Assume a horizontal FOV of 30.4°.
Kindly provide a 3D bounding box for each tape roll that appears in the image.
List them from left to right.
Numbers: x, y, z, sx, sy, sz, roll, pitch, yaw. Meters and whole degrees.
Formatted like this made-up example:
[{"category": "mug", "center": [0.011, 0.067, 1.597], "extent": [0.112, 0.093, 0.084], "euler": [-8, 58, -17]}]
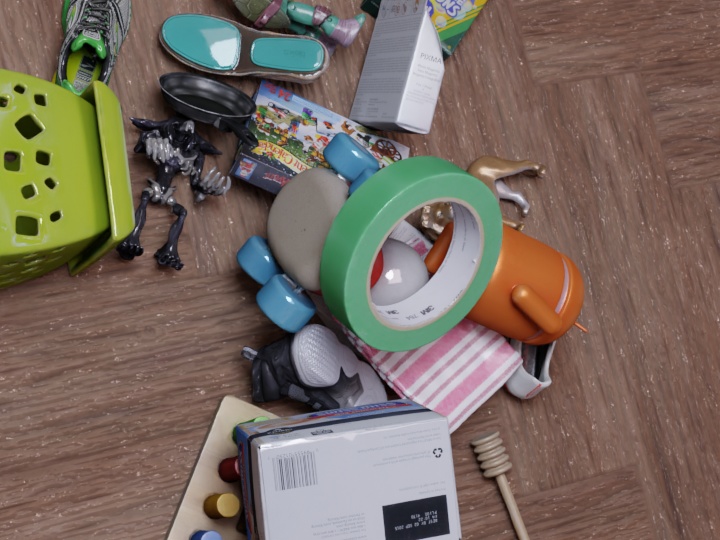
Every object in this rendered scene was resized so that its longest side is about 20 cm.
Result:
[{"category": "tape roll", "center": [0.054, -0.015, 1.344], "extent": [0.200, 0.048, 0.201], "euler": [-21, 128, -29]}]

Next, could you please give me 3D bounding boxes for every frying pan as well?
[{"category": "frying pan", "center": [-0.147, -0.174, 1.476], "extent": [0.190, 0.031, 0.115], "euler": [35, 28, 29]}]

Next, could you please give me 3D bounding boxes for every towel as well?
[{"category": "towel", "center": [0.079, 0.077, 1.521], "extent": [0.146, 0.030, 0.200], "euler": [-41, 91, -22]}]

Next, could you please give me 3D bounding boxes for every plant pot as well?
[{"category": "plant pot", "center": [-0.344, -0.088, 1.370], "extent": [0.181, 0.200, 0.200], "euler": [-4, 79, -29]}]

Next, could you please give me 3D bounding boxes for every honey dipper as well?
[{"category": "honey dipper", "center": [0.184, 0.289, 1.573], "extent": [0.038, 0.038, 0.201], "euler": [-22, 90, -24]}]

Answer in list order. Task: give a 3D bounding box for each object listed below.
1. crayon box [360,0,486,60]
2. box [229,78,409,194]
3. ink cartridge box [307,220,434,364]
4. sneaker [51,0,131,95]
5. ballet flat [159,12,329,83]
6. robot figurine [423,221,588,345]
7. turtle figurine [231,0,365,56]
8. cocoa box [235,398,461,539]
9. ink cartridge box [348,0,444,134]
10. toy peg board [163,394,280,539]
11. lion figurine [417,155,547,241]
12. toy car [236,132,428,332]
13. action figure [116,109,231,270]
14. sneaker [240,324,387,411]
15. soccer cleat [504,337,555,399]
[{"category": "crayon box", "center": [0.105, -0.375, 1.680], "extent": [0.126, 0.052, 0.200], "euler": [37, 68, -10]}, {"category": "box", "center": [-0.044, -0.129, 1.543], "extent": [0.199, 0.038, 0.137], "euler": [23, 44, -14]}, {"category": "ink cartridge box", "center": [0.000, 0.000, 1.567], "extent": [0.200, 0.050, 0.161], "euler": [37, 68, 3]}, {"category": "sneaker", "center": [-0.295, -0.262, 1.483], "extent": [0.078, 0.085, 0.201], "euler": [11, 74, -18]}, {"category": "ballet flat", "center": [-0.135, -0.251, 1.545], "extent": [0.199, 0.067, 0.068], "euler": [14, 85, 0]}, {"category": "robot figurine", "center": [0.170, 0.016, 1.498], "extent": [0.200, 0.144, 0.117], "euler": [23, 69, -27]}, {"category": "turtle figurine", "center": [-0.098, -0.326, 1.550], "extent": [0.200, 0.150, 0.101], "euler": [33, 89, -20]}, {"category": "cocoa box", "center": [-0.016, 0.216, 1.353], "extent": [0.199, 0.131, 0.134], "euler": [-7, 96, -15]}, {"category": "ink cartridge box", "center": [0.055, -0.262, 1.547], "extent": [0.057, 0.162, 0.201], "euler": [18, 91, -21]}, {"category": "toy peg board", "center": [-0.086, 0.260, 1.440], "extent": [0.199, 0.098, 0.200], "euler": [26, 70, -14]}, {"category": "lion figurine", "center": [0.148, -0.088, 1.620], "extent": [0.122, 0.073, 0.200], "euler": [24, 40, 3]}, {"category": "toy car", "center": [0.004, -0.009, 1.448], "extent": [0.200, 0.177, 0.184], "euler": [34, 103, -33]}, {"category": "action figure", "center": [-0.206, -0.105, 1.473], "extent": [0.119, 0.102, 0.201], "euler": [20, 71, -31]}, {"category": "sneaker", "center": [-0.052, 0.131, 1.496], "extent": [0.200, 0.113, 0.076], "euler": [51, 42, -42]}, {"category": "soccer cleat", "center": [0.206, 0.054, 1.604], "extent": [0.068, 0.085, 0.201], "euler": [9, 75, -19]}]
